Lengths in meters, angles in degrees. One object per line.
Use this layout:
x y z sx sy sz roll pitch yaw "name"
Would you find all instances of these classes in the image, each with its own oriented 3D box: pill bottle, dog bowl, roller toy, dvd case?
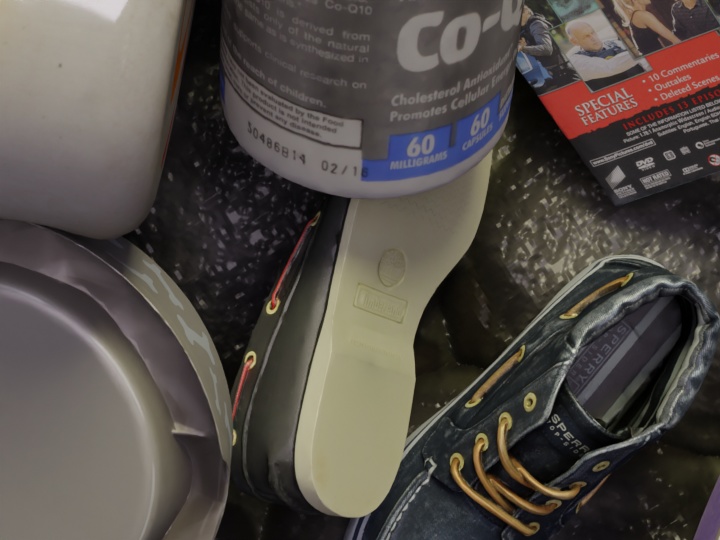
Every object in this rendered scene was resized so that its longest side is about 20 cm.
0.007 -0.133 0.888 0.113 0.114 0.200 -1 135 -5 "pill bottle"
-0.140 0.063 0.958 0.200 0.059 0.201 4 109 13 "dog bowl"
-0.128 -0.106 0.865 0.139 0.183 0.200 9 58 -3 "roller toy"
0.108 -0.122 0.952 0.146 0.022 0.200 -19 121 36 "dvd case"

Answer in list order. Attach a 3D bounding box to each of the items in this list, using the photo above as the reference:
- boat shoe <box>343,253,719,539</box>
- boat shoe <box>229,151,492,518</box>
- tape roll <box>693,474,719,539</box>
0.063 0.075 0.993 0.071 0.091 0.200 39 88 -6 "boat shoe"
-0.002 -0.001 0.993 0.074 0.063 0.202 30 72 -43 "boat shoe"
0.199 0.102 0.954 0.085 0.200 0.200 26 90 -6 "tape roll"
